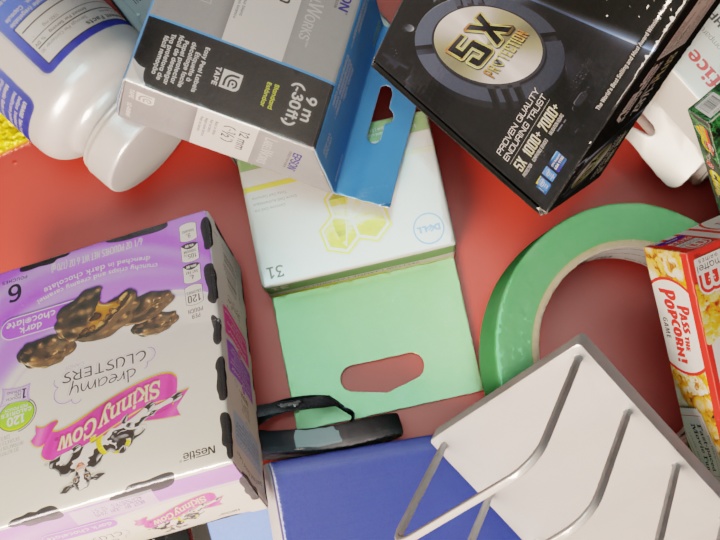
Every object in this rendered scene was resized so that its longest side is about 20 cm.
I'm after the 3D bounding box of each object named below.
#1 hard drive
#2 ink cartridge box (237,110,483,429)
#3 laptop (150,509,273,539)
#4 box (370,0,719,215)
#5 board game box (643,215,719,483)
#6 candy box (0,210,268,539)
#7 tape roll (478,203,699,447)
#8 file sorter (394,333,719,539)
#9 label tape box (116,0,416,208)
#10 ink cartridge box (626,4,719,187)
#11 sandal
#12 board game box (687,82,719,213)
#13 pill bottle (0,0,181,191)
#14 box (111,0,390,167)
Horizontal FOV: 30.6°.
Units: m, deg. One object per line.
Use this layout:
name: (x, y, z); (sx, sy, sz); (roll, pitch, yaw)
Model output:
hard drive: (0.041, 0.179, 0.881); (0.198, 0.025, 0.134); (-7, 78, -23)
ink cartridge box: (0.000, 0.000, 0.947); (0.144, 0.048, 0.202); (-12, 77, 1)
laptop: (-0.109, 0.242, 0.873); (0.198, 0.103, 0.179); (-11, 77, -26)
box: (0.123, -0.168, 0.846); (0.164, 0.201, 0.086); (43, 42, 14)
board game box: (0.275, 0.056, 0.859); (0.150, 0.046, 0.202); (-22, 105, -22)
candy box: (-0.159, 0.078, 0.881); (0.166, 0.072, 0.202); (-16, 53, 7)
tape roll: (0.183, 0.057, 0.907); (0.198, 0.048, 0.203); (2, 80, -9)
file sorter: (0.138, 0.173, 0.806); (0.200, 0.125, 0.139); (47, 126, -6)
label tape box: (-0.050, -0.145, 0.902); (0.198, 0.066, 0.145); (19, 69, -6)
ink cartridge box: (0.260, -0.166, 0.924); (0.200, 0.125, 0.129); (-40, 80, -5)
sandal: (-0.070, 0.109, 0.912); (0.198, 0.076, 0.043); (-4, 79, 4)
board game box: (0.281, -0.072, 0.877); (0.104, 0.200, 0.023); (-39, 48, -3)
pill bottle: (-0.221, -0.153, 0.954); (0.200, 0.112, 0.112); (43, 84, 9)
box: (-0.092, -0.204, 0.993); (0.155, 0.041, 0.201); (-38, 81, -5)
